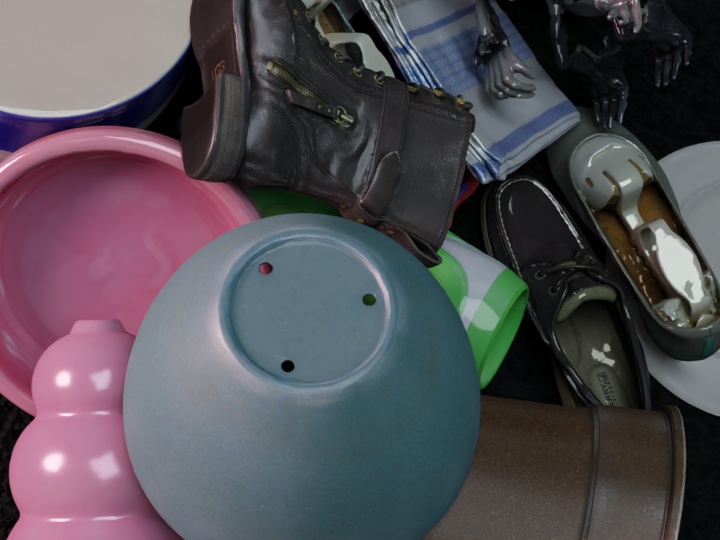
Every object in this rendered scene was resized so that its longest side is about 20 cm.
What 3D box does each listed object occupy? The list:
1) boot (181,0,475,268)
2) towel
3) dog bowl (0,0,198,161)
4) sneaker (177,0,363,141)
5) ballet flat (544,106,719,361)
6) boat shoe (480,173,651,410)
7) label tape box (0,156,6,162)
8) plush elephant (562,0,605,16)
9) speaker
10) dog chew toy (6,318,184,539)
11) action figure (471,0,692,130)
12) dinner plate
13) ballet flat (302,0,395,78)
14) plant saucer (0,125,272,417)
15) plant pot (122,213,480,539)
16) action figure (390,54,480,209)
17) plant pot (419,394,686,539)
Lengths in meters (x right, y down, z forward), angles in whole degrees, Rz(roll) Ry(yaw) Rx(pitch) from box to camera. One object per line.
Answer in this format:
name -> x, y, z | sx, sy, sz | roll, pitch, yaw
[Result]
boot -> -0.012, -0.112, 1.163 | 0.174, 0.069, 0.200 | 14, 74, -24
towel -> 0.060, -0.155, 1.267 | 0.200, 0.024, 0.147 | 56, 35, 1
dog bowl -> -0.194, -0.169, 1.191 | 0.200, 0.079, 0.200 | 4, 72, -13
sneaker -> -0.077, -0.173, 1.281 | 0.121, 0.084, 0.200 | 44, 62, -3
ballet flat -> 0.185, -0.035, 1.297 | 0.067, 0.064, 0.200 | -25, 71, -7
boat shoe -> 0.142, 0.021, 1.286 | 0.073, 0.065, 0.200 | -24, 80, -17
label tape box -> -0.229, -0.153, 1.254 | 0.143, 0.066, 0.200 | 21, 68, -7
plush elephant -> 0.137, -0.264, 1.324 | 0.200, 0.165, 0.155 | -36, 69, 8
speaker -> 0.000, 0.000, 1.226 | 0.200, 0.088, 0.089 | 25, 69, 14
dog chew toy -> -0.149, 0.128, 1.144 | 0.124, 0.125, 0.200 | -2, 88, -14
action figure -> 0.126, -0.165, 1.233 | 0.200, 0.119, 0.102 | 31, 40, -40
dinner plate -> 0.264, 0.003, 1.343 | 0.200, 0.024, 0.201 | 4, 74, -13
ballet flat -> -0.024, -0.147, 1.222 | 0.074, 0.074, 0.200 | -38, 99, -20
plant saucer -> -0.145, 0.004, 1.188 | 0.200, 0.051, 0.201 | 1, 113, 1
plant pot -> -0.029, 0.048, 1.050 | 0.200, 0.135, 0.200 | 1, 64, -3
action figure -> 0.054, -0.097, 1.284 | 0.065, 0.099, 0.200 | 14, 73, -26
plant pot -> 0.070, 0.156, 1.174 | 0.198, 0.200, 0.201 | 13, 71, 0
